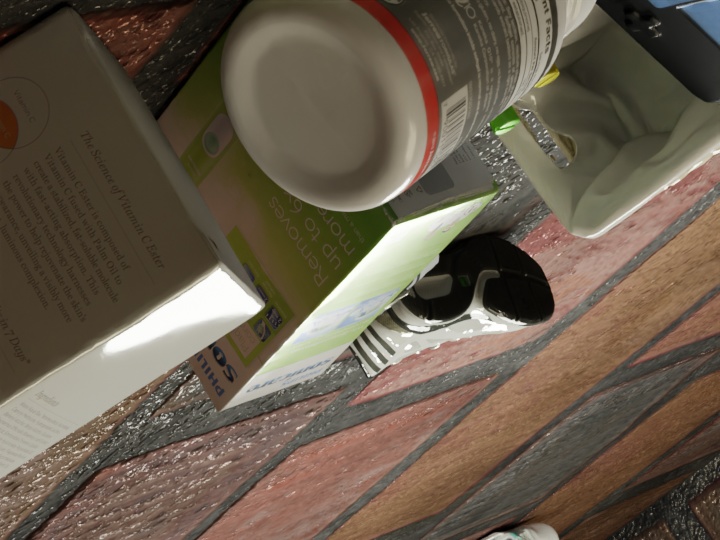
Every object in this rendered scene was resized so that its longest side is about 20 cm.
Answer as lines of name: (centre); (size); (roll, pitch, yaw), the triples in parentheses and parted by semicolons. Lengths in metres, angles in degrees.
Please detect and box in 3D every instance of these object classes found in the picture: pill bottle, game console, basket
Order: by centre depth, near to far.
pill bottle: (0.031, -0.120, 1.239); (0.200, 0.116, 0.116); (-40, 175, -45)
game console: (0.199, -0.156, 1.341); (0.200, 0.177, 0.031); (-5, -134, 56)
basket: (0.188, -0.133, 1.532); (0.200, 0.136, 0.123); (-39, 172, 29)

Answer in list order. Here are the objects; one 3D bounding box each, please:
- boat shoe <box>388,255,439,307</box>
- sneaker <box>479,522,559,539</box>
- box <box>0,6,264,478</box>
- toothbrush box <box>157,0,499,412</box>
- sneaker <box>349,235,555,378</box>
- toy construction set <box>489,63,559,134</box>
boat shoe: (-0.002, -0.002, 1.703); (0.068, 0.074, 0.199); (-43, 178, -17)
sneaker: (0.205, 0.380, 3.404); (0.200, 0.075, 0.089); (-18, 149, -38)
box: (-0.173, 0.000, 1.198); (0.200, 0.152, 0.106); (-32, 165, 1)
toothbrush box: (-0.039, -0.040, 1.355); (0.086, 0.146, 0.200); (-19, 162, -41)
sneaker: (0.058, 0.031, 1.970); (0.115, 0.076, 0.200); (-32, 160, 37)
toy construction set: (0.022, -0.084, 1.468); (0.200, 0.092, 0.131); (-50, 160, 22)
